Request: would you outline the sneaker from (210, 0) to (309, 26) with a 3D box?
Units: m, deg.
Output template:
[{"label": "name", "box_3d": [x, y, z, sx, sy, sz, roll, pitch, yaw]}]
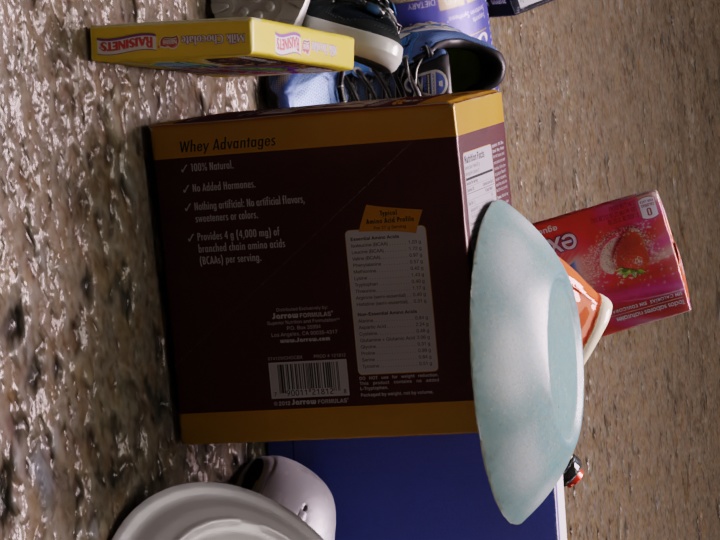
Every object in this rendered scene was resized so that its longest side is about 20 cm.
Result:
[{"label": "sneaker", "box_3d": [-0.059, -0.229, 1.604, 0.081, 0.076, 0.200, 67, 25, -73]}]

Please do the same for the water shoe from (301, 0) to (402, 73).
[{"label": "water shoe", "box_3d": [-0.011, -0.198, 1.631, 0.079, 0.071, 0.200, -64, -156, 13]}]

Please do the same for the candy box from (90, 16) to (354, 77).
[{"label": "candy box", "box_3d": [-0.081, -0.136, 1.448, 0.200, 0.102, 0.026, -6, 97, -73]}]

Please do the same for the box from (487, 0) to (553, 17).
[{"label": "box", "box_3d": [0.087, -0.286, 1.926, 0.200, 0.046, 0.159, -164, -128, -75]}]

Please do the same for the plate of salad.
[{"label": "plate of salad", "box_3d": [-0.072, 0.218, 1.376, 0.200, 0.048, 0.200, 23, 49, -29]}]

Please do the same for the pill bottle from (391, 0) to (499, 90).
[{"label": "pill bottle", "box_3d": [0.048, -0.146, 1.845, 0.120, 0.120, 0.200, -53, 135, -66]}]

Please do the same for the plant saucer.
[{"label": "plant saucer", "box_3d": [0.109, 0.055, 1.455, 0.201, 0.039, 0.201, -3, 90, -74]}]

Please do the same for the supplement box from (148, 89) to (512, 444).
[{"label": "supplement box", "box_3d": [-0.011, -0.004, 1.481, 0.133, 0.197, 0.200, -24, 109, -72]}]

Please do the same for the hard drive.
[{"label": "hard drive", "box_3d": [0.037, 0.142, 1.597, 0.025, 0.200, 0.132, 4, 82, -73]}]

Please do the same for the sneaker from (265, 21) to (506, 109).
[{"label": "sneaker", "box_3d": [0.020, -0.140, 1.700, 0.200, 0.089, 0.079, -17, 107, -33]}]

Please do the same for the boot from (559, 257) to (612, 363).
[{"label": "boot", "box_3d": [0.100, 0.081, 1.671, 0.200, 0.107, 0.075, -59, -158, -1]}]

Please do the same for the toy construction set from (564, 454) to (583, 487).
[{"label": "toy construction set", "box_3d": [0.104, 0.173, 1.879, 0.200, 0.092, 0.131, -66, -164, -13]}]

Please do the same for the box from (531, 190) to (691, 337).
[{"label": "box", "box_3d": [0.140, 0.011, 1.764, 0.100, 0.200, 0.096, -11, 85, -84]}]

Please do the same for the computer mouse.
[{"label": "computer mouse", "box_3d": [-0.053, 0.178, 1.502, 0.110, 0.044, 0.200, 32, 34, -15]}]
